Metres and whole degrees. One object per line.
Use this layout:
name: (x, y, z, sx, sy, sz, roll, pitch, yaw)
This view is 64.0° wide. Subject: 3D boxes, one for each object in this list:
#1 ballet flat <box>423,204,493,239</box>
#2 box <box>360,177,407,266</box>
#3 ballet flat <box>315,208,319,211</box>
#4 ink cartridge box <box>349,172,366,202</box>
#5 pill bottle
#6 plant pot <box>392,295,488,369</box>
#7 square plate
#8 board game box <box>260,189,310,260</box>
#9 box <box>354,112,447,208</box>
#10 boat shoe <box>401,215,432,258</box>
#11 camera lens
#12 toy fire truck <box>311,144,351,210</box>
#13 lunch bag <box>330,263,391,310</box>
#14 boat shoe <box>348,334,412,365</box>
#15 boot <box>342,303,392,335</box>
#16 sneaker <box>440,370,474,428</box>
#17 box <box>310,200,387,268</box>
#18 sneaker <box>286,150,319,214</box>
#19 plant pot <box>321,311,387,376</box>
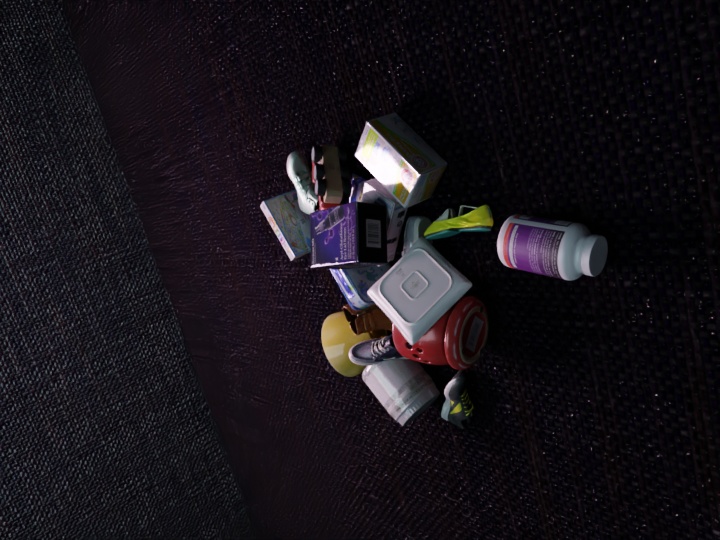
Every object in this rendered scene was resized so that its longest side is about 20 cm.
ballet flat: (0.229, -0.116, 1.356, 0.198, 0.066, 0.068, -7, 85, 50)
box: (0.050, -0.126, 1.503, 0.116, 0.060, 0.202, 39, 135, 28)
ballet flat: (-0.088, -0.102, 1.743, 0.070, 0.070, 0.202, 1, 131, 16)
ink cartridge box: (0.028, -0.173, 1.584, 0.199, 0.042, 0.121, 38, 136, 34)
pill bottle: (0.382, -0.046, 1.154, 0.198, 0.112, 0.114, 17, 124, 46)
plant pot: (0.202, 0.137, 1.417, 0.181, 0.199, 0.204, 10, 119, 42)
square plate: (0.132, 0.040, 1.371, 0.198, 0.200, 0.028, 48, -176, 36)
board game box: (-0.210, -0.146, 1.817, 0.202, 0.133, 0.034, 60, 144, 6)
box: (0.096, -0.267, 1.389, 0.200, 0.101, 0.113, 49, 142, 20)
boat shoe: (0.142, -0.042, 1.487, 0.071, 0.069, 0.205, 22, 112, 53)
camera lens: (0.113, 0.324, 1.670, 0.201, 0.159, 0.161, 49, 142, 19)
toy fire truck: (-0.083, -0.226, 1.625, 0.201, 0.126, 0.179, 115, 151, -54)
lunch bag: (0.000, 0.000, 1.618, 0.202, 0.160, 0.082, 58, 143, 6)
boat shoe: (0.059, 0.208, 1.582, 0.093, 0.196, 0.076, 70, -169, -62)
boot: (0.051, 0.149, 1.646, 0.202, 0.154, 0.077, 59, 143, 7)
sneaker: (0.277, 0.352, 1.569, 0.084, 0.074, 0.202, 31, 141, 29)
box: (-0.033, -0.083, 1.456, 0.198, 0.103, 0.151, -8, 82, 49)
sneaker: (-0.151, -0.256, 1.724, 0.118, 0.073, 0.203, 27, 140, 48)
plant pot: (0.000, 0.203, 1.741, 0.141, 0.199, 0.203, -26, 91, 33)
